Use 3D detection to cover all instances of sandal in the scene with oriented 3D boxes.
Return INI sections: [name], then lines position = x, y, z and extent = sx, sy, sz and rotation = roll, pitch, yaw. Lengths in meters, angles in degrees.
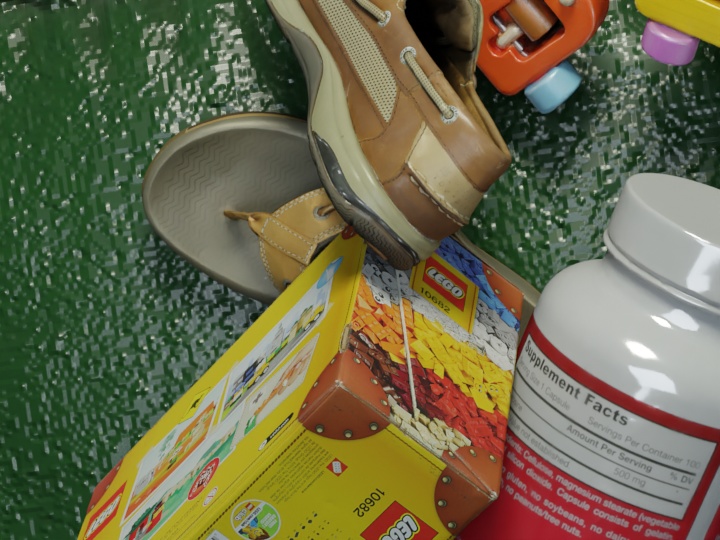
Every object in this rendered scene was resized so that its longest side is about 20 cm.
[sandal]
position = 0.000, 0.000, 1.231
extent = 0.199, 0.054, 0.081
rotation = 33, 102, 6

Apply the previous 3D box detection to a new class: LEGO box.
[LEGO box]
position = -0.032, 0.087, 1.170
extent = 0.077, 0.149, 0.200
rotation = 37, 118, -14

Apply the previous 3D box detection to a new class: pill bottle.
[pill bottle]
position = 0.106, 0.069, 1.177
extent = 0.112, 0.112, 0.201
rotation = 25, 107, 8

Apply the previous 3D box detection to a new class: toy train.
[toy train]
position = 0.133, -0.076, 1.202
extent = 0.200, 0.056, 0.150
rotation = 45, 128, -6

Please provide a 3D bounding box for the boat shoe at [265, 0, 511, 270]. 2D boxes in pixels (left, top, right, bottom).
[boat shoe]
position = 0.015, -0.090, 1.168
extent = 0.074, 0.076, 0.201
rotation = -33, 49, 18
